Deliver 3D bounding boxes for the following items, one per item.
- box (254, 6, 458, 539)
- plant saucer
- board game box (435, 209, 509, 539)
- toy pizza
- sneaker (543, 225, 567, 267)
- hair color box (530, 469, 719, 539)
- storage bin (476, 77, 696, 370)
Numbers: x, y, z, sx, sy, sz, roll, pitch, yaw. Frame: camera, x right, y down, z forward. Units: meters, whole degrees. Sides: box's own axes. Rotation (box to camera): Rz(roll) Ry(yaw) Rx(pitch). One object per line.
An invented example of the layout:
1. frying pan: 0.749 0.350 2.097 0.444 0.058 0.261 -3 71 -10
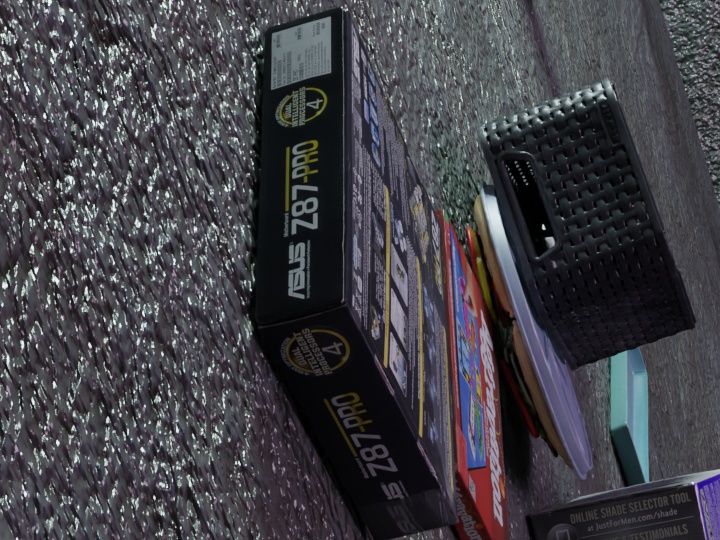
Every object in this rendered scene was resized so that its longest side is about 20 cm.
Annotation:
1. box: 0.000 0.000 1.173 0.200 0.049 0.161 -91 161 -44
2. plant saucer: 0.226 0.109 2.095 0.200 0.019 0.070 -77 150 -62
3. board game box: 0.059 0.071 1.418 0.200 0.019 0.103 -91 163 -45
4. toy pizza: 0.102 0.040 1.584 0.200 0.032 0.201 -19 90 -83
5. sneaker: 0.167 -0.029 1.856 0.200 0.079 0.074 -42 116 -77
6. hair color box: 0.186 0.174 1.645 0.200 0.109 0.065 14 65 -75
7. storage bin: 0.151 -0.027 1.630 0.200 0.094 0.136 52 20 -72
